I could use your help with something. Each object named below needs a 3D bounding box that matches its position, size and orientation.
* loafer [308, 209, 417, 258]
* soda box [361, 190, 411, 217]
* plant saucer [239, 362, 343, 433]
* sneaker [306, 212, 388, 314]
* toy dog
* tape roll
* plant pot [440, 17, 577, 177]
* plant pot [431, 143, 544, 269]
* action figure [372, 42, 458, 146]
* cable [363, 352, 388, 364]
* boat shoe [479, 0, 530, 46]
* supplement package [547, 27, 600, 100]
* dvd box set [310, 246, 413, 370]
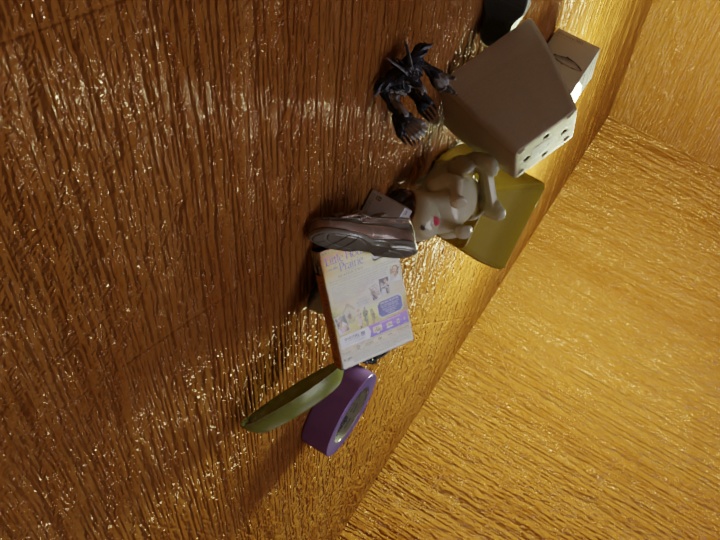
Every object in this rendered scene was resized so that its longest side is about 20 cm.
[{"bbox_3d":[0.002,-0.063,1.646,0.199,0.072,0.063,10,69,-38],"label":"loafer"},{"bbox_3d":[0.009,-0.031,1.828,0.201,0.068,0.064,-62,166,5],"label":"soda box"},{"bbox_3d":[-0.105,0.212,1.766,0.200,0.031,0.200,-32,-178,1],"label":"plant saucer"},{"bbox_3d":[0.000,0.000,1.768,0.200,0.099,0.078,-56,-167,-2],"label":"sneaker"},{"bbox_3d":[0.136,-0.128,1.949,0.200,0.194,0.140,-34,136,-30],"label":"toy dog"},{"bbox_3d":[-0.044,0.292,2.292,0.200,0.065,0.200,-56,166,-21],"label":"tape roll"},{"bbox_3d":[0.277,-0.288,1.921,0.200,0.177,0.200,-37,164,-3],"label":"plant pot"},{"bbox_3d":[0.213,-0.130,2.148,0.176,0.200,0.201,-5,124,-60],"label":"plant pot"},{"bbox_3d":[0.084,-0.258,1.585,0.119,0.102,0.200,-47,166,-6],"label":"action figure"},{"bbox_3d":[0.046,0.128,2.346,0.164,0.051,0.200,-66,164,1],"label":"cable"},{"bbox_3d":[0.256,-0.462,1.869,0.065,0.074,0.202,-62,172,-22],"label":"boat shoe"},{"bbox_3d":[0.458,-0.443,2.525,0.200,0.117,0.117,-56,165,-23],"label":"supplement package"},{"bbox_3d":[0.005,0.041,1.716,0.146,0.029,0.201,-22,110,-29],"label":"dvd box set"}]
